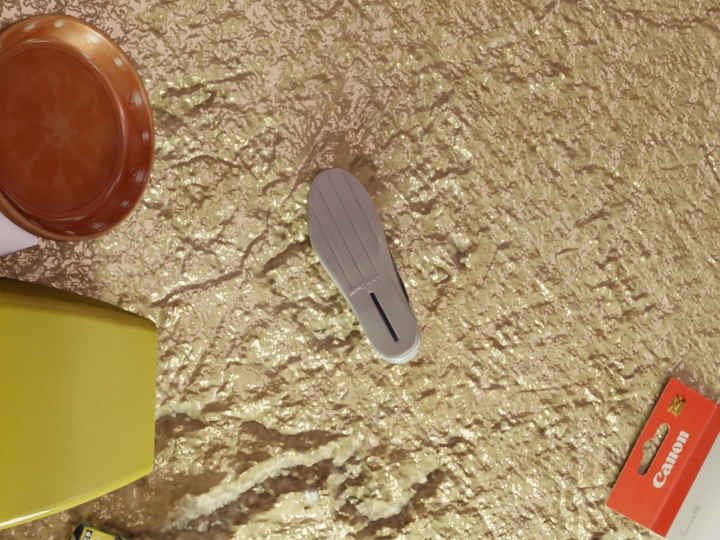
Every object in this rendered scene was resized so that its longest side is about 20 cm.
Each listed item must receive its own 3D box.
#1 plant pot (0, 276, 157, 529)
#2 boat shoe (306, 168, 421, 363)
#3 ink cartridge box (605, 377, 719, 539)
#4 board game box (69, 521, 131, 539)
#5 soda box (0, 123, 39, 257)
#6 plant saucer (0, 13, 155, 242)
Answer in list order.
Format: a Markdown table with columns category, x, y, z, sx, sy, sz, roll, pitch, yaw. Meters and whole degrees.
| category | x | y | z | sx | sy | sz | roll | pitch | yaw |
| --- | --- | --- | --- | --- | --- | --- | --- | --- | --- |
| plant pot | -0.283 | 0.105 | 1.277 | 0.175 | 0.200 | 0.202 | -1 | 97 | -28 |
| boat shoe | 0.000 | 0.000 | 1.415 | 0.072 | 0.071 | 0.201 | -21 | 82 | -1 |
| ink cartridge box | 0.384 | 0.231 | 1.574 | 0.199 | 0.047 | 0.161 | 30 | 87 | -21 |
| board game box | -0.216 | 0.361 | 1.389 | 0.199 | 0.062 | 0.201 | 25 | 88 | -20 |
| soda box | -0.346 | -0.111 | 1.289 | 0.063 | 0.068 | 0.201 | -19 | 102 | -15 |
| plant saucer | -0.267 | -0.125 | 1.291 | 0.200 | 0.032 | 0.202 | 6 | 83 | -49 |
